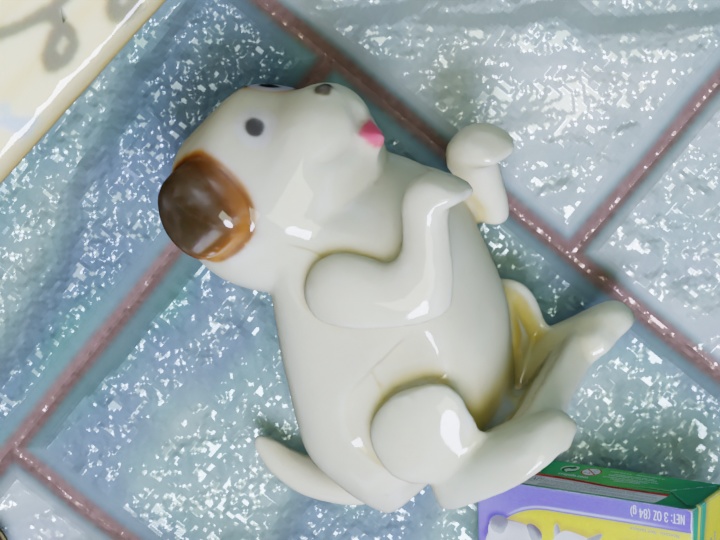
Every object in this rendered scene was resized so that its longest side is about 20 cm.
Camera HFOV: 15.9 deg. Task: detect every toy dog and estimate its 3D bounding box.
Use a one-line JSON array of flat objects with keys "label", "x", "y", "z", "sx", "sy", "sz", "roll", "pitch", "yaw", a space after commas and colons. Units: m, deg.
[{"label": "toy dog", "x": 0.000, "y": 0.000, "z": 1.175, "sx": 0.194, "sy": 0.140, "sz": 0.200, "roll": -27, "pitch": 105, "yaw": 42}]

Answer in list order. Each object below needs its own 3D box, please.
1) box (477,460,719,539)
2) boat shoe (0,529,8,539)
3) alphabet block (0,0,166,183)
[{"label": "box", "x": 0.114, "y": 0.196, "z": 1.221, "sx": 0.117, "sy": 0.048, "sz": 0.201, "roll": 5, "pitch": 105, "yaw": 32}, {"label": "boat shoe", "x": -0.258, "y": 0.180, "z": 1.230, "sx": 0.200, "sy": 0.068, "sz": 0.072, "roll": -25, "pitch": 101, "yaw": 5}, {"label": "alphabet block", "x": -0.167, "y": -0.163, "z": 1.096, "sx": 0.195, "sy": 0.196, "sz": 0.200, "roll": 41, "pitch": 99, "yaw": -9}]
